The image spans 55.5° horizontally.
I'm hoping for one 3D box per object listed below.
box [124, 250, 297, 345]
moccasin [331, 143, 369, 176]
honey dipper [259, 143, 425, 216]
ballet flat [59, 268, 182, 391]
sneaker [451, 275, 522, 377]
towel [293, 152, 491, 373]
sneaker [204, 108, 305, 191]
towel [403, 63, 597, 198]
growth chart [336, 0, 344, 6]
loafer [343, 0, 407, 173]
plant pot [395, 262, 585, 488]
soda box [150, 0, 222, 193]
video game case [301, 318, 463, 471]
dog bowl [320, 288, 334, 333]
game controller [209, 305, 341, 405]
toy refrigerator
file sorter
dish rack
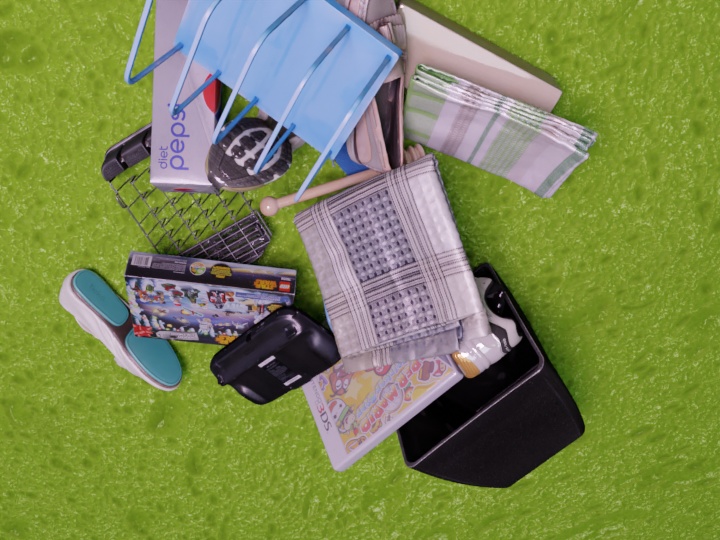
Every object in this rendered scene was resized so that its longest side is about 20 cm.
[{"bbox_3d":[-0.184,0.043,0.849,0.196,0.040,0.138,6,144,-7],"label":"box"},{"bbox_3d":[-0.023,-0.191,0.764,0.080,0.069,0.201,-29,136,-3],"label":"moccasin"},{"bbox_3d":[-0.020,-0.101,0.780,0.197,0.038,0.039,-17,114,-9],"label":"honey dipper"},{"bbox_3d":[-0.317,0.084,0.902,0.069,0.070,0.201,-36,104,15],"label":"ballet flat"},{"bbox_3d":[0.125,0.034,0.806,0.087,0.201,0.076,-31,133,8],"label":"sneaker"},{"bbox_3d":[0.028,0.003,0.735,0.190,0.034,0.203,-19,92,29],"label":"towel"},{"bbox_3d":[-0.117,-0.119,0.743,0.077,0.200,0.089,43,122,-6],"label":"sneaker"},{"bbox_3d":[0.137,-0.142,0.743,0.197,0.149,0.031,21,74,2],"label":"towel"},{"bbox_3d":[-0.051,-0.336,0.644,0.143,0.018,0.203,-19,120,-18],"label":"growth chart"},{"bbox_3d":[0.024,-0.191,0.693,0.071,0.063,0.202,-30,139,-30],"label":"loafer"},{"bbox_3d":[0.164,0.153,0.860,0.199,0.201,0.177,-41,121,16],"label":"plant pot"},{"bbox_3d":[-0.183,-0.187,0.732,0.067,0.063,0.204,2,88,-5],"label":"soda box"},{"bbox_3d":[0.010,0.116,0.854,0.200,0.183,0.023,-41,142,17],"label":"video game case"},{"bbox_3d":[0.000,0.000,0.814,0.110,0.049,0.203,-13,86,22],"label":"dog bowl"},{"bbox_3d":[-0.109,0.113,0.867,0.104,0.043,0.199,33,135,-26],"label":"game controller"},{"bbox_3d":[0.115,-0.220,0.759,0.198,0.070,0.077,24,119,-9],"label":"toy refrigerator"},{"bbox_3d":[-0.091,-0.181,0.622,0.199,0.123,0.139,34,133,-7],"label":"file sorter"},{"bbox_3d":[-0.205,-0.083,0.829,0.152,0.055,0.202,-25,113,12],"label":"dish rack"}]
